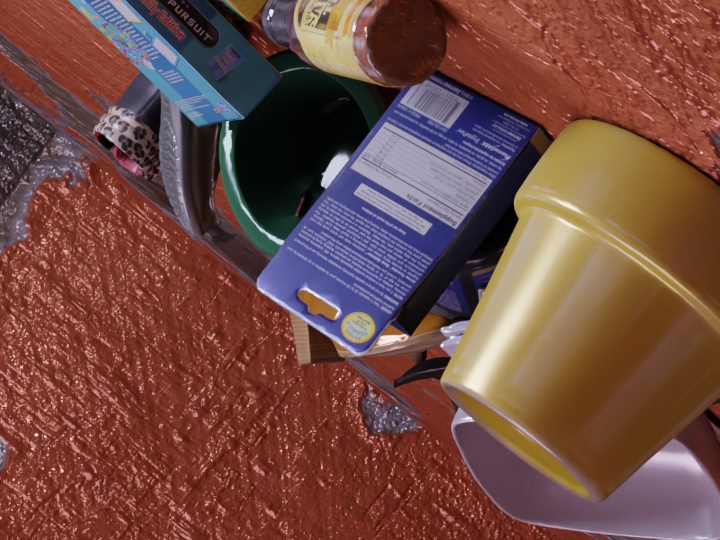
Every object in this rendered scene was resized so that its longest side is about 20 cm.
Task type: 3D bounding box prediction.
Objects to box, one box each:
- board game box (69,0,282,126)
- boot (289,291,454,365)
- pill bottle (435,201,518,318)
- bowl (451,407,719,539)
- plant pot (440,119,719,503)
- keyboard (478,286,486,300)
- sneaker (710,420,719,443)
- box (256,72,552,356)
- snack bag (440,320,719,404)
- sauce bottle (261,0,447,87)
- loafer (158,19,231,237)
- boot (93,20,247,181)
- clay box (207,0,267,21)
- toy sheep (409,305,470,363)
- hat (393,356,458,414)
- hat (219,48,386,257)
[{"bbox_3d":[-0.161,-0.196,1.573,0.200,0.047,0.151,45,169,-14],"label":"board game box"},{"bbox_3d":[0.000,0.000,1.695,0.071,0.144,0.201,-2,175,-37],"label":"boot"},{"bbox_3d":[0.085,-0.028,1.567,0.112,0.112,0.200,36,172,16],"label":"pill bottle"},{"bbox_3d":[0.187,0.134,1.608,0.199,0.075,0.200,3,149,24],"label":"bowl"},{"bbox_3d":[0.157,0.036,1.333,0.201,0.189,0.201,38,172,6],"label":"plant pot"},{"bbox_3d":[0.185,0.036,1.515,0.200,0.011,0.056,7,165,8],"label":"keyboard"},{"bbox_3d":[0.270,0.144,1.865,0.200,0.077,0.073,42,173,-14],"label":"sneaker"},{"bbox_3d":[0.028,-0.038,1.441,0.121,0.200,0.032,32,170,38],"label":"box"},{"bbox_3d":[0.189,0.079,1.625,0.200,0.021,0.189,-10,146,26],"label":"snack bag"},{"bbox_3d":[-0.012,-0.162,1.401,0.066,0.066,0.200,42,170,-27],"label":"sauce bottle"},{"bbox_3d":[-0.128,-0.124,1.718,0.075,0.070,0.200,-136,41,-65],"label":"loafer"},{"bbox_3d":[-0.163,-0.152,1.832,0.073,0.151,0.200,38,173,0],"label":"boot"},{"bbox_3d":[-0.135,-0.242,1.562,0.115,0.048,0.200,42,172,-23],"label":"clay box"},{"bbox_3d":[0.055,0.000,1.783,0.200,0.138,0.138,55,-176,37],"label":"toy sheep"},{"bbox_3d":[0.132,0.102,1.783,0.201,0.200,0.081,171,85,-80],"label":"hat"},{"bbox_3d":[-0.004,-0.098,1.707,0.176,0.166,0.200,3,-118,-57],"label":"hat"}]
